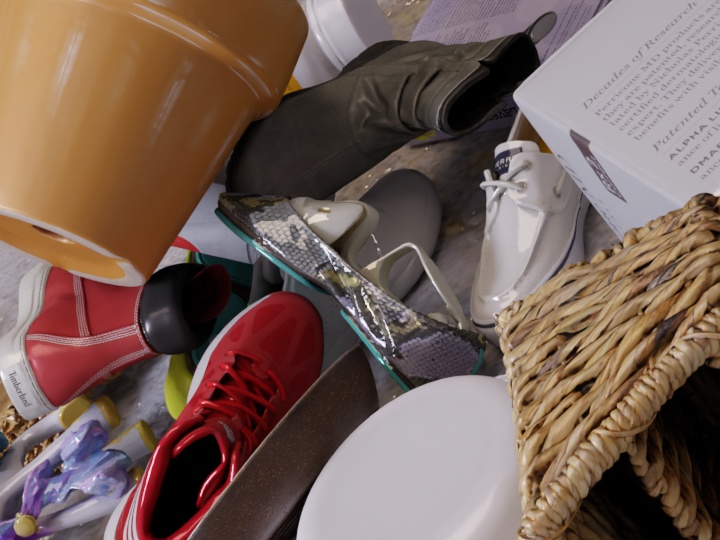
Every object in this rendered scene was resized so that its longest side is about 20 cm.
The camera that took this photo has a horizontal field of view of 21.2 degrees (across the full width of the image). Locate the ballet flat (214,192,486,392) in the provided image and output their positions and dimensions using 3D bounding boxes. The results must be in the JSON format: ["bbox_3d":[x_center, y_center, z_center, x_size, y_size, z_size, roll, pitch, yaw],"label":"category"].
[{"bbox_3d":[0.000,0.000,1.137,0.072,0.072,0.200,-45,66,-7],"label":"ballet flat"}]

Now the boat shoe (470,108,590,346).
[{"bbox_3d":[0.100,-0.045,1.157,0.071,0.070,0.200,-13,40,41],"label":"boat shoe"}]

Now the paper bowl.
[{"bbox_3d":[0.049,0.133,0.942,0.200,0.104,0.201,-29,32,20],"label":"paper bowl"}]

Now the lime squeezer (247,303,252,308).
[{"bbox_3d":[-0.089,0.123,1.154,0.200,0.071,0.038,-58,12,-7],"label":"lime squeezer"}]

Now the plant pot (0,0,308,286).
[{"bbox_3d":[-0.154,-0.097,1.155,0.200,0.200,0.184,3,70,51],"label":"plant pot"}]

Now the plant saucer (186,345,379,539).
[{"bbox_3d":[-0.050,0.129,1.045,0.200,0.034,0.200,-51,-8,-10],"label":"plant saucer"}]

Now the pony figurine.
[{"bbox_3d":[-0.227,0.159,1.208,0.200,0.167,0.193,-30,13,2],"label":"pony figurine"}]

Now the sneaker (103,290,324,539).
[{"bbox_3d":[-0.066,0.086,1.082,0.200,0.078,0.116,-63,7,-24],"label":"sneaker"}]

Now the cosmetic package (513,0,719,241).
[{"bbox_3d":[0.214,-0.059,0.945,0.165,0.165,0.200,-42,28,-2],"label":"cosmetic package"}]

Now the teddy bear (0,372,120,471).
[{"bbox_3d":[-0.229,0.103,1.365,0.145,0.067,0.200,-14,44,54],"label":"teddy bear"}]

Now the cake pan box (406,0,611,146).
[{"bbox_3d":[0.123,-0.182,1.341,0.184,0.052,0.200,-7,44,42],"label":"cake pan box"}]

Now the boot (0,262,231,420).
[{"bbox_3d":[-0.147,0.021,1.242,0.144,0.073,0.200,-23,18,5],"label":"boot"}]

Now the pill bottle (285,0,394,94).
[{"bbox_3d":[-0.075,-0.142,1.458,0.200,0.109,0.109,-28,31,22],"label":"pill bottle"}]

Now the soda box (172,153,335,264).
[{"bbox_3d":[-0.118,-0.059,1.291,0.064,0.199,0.068,-82,7,-46],"label":"soda box"}]

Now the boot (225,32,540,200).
[{"bbox_3d":[0.015,-0.095,1.213,0.130,0.068,0.200,1,36,50],"label":"boot"}]

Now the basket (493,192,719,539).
[{"bbox_3d":[0.162,0.090,0.768,0.143,0.200,0.149,-29,28,17],"label":"basket"}]

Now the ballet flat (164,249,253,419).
[{"bbox_3d":[-0.098,0.024,1.314,0.067,0.067,0.200,-55,16,41],"label":"ballet flat"}]

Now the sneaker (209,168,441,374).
[{"bbox_3d":[-0.022,-0.003,1.226,0.075,0.089,0.200,-2,46,50],"label":"sneaker"}]
